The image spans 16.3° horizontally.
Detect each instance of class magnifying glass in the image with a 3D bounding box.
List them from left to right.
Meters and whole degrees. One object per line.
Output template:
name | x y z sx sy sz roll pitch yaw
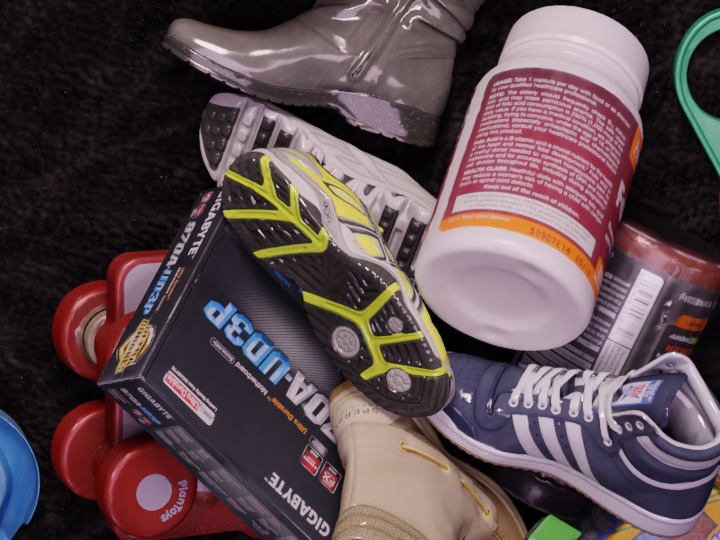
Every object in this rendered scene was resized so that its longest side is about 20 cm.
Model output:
magnifying glass | 0.250 -0.075 1.675 0.079 0.022 0.201 -4 101 0

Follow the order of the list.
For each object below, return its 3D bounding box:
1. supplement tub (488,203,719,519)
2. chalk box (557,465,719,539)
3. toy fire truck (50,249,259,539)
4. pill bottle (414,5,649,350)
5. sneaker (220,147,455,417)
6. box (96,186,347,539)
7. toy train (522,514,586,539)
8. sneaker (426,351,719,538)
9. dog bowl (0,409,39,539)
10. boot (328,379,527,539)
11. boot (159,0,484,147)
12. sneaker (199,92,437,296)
supplement tub | 0.157 0.061 1.659 0.106 0.107 0.201 24 102 -6
chalk box | 0.180 0.216 1.685 0.200 0.124 0.124 -44 100 7
toy fire truck | -0.110 0.084 1.672 0.167 0.112 0.201 -4 103 -26
pill bottle | 0.113 -0.061 1.580 0.114 0.114 0.201 24 58 -6
sneaker | 0.000 0.000 1.566 0.075 0.076 0.200 -40 82 35
box | -0.060 0.068 1.612 0.046 0.159 0.200 -9 133 45
toy train | 0.108 0.236 1.605 0.056 0.042 0.201 30 132 17
sneaker | 0.134 0.082 1.552 0.199 0.070 0.109 26 142 5
dog bowl | -0.288 0.177 1.709 0.111 0.050 0.201 22 101 -6
boot | 0.045 0.179 1.578 0.073 0.156 0.200 -25 124 19
boot | -0.021 -0.168 1.635 0.199 0.068 0.131 16 95 -10
sneaker | -0.018 -0.053 1.652 0.199 0.081 0.075 33 115 12
